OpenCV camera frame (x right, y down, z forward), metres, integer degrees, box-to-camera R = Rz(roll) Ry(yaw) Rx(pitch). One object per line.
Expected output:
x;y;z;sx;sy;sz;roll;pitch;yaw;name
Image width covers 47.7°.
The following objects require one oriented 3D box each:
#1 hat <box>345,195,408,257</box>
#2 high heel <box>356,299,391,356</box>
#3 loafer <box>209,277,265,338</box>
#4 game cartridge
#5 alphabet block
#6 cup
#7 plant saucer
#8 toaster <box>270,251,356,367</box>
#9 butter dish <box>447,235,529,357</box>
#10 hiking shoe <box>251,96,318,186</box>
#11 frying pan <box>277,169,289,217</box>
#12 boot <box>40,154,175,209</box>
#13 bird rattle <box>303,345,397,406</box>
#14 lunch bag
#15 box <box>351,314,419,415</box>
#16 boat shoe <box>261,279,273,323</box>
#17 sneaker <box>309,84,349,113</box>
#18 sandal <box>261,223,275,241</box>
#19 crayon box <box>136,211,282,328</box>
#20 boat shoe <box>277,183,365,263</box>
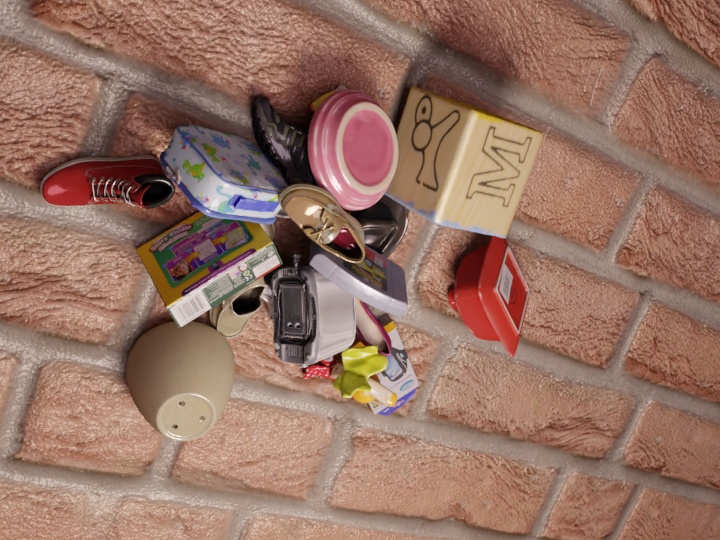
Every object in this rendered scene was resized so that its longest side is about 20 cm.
0.017;-0.075;1.527;0.197;0.081;0.205;-9;113;-22;hat
-0.011;0.083;1.550;0.067;0.096;0.202;-35;105;-10;high heel
-0.217;0.060;1.439;0.074;0.069;0.202;-9;142;-30;loafer
0.000;0.000;1.441;0.198;0.134;0.041;30;122;-19;game cartridge
0.179;-0.197;1.478;0.194;0.195;0.203;7;109;-40;alphabet block
-0.310;0.213;1.429;0.196;0.144;0.204;-8;122;-13;cup
-0.002;-0.205;1.380;0.198;0.050;0.205;-3;94;-44;plant saucer
-0.082;0.065;1.444;0.128;0.112;0.205;-7;95;-51;toaster
0.247;0.050;1.661;0.201;0.146;0.202;58;39;-32;butter dish
-0.111;-0.214;1.391;0.100;0.076;0.202;-31;94;-18;hiking shoe
-0.110;-0.118;1.421;0.114;0.031;0.192;-28;83;-11;frying pan
-0.395;-0.127;1.269;0.196;0.144;0.074;-13;118;-19;boot
-0.016;0.216;1.563;0.162;0.199;0.114;37;65;-21;bird rattle
-0.212;-0.149;1.303;0.083;0.161;0.199;-52;156;20;lunch bag
0.044;0.203;1.680;0.118;0.041;0.202;-30;122;-12;box
-0.138;0.083;1.521;0.199;0.073;0.066;38;88;-31;boat shoe
-0.041;-0.219;1.448;0.089;0.078;0.204;-20;107;-17;sneaker
-0.218;-0.015;1.453;0.201;0.054;0.080;-49;122;0;sandal
-0.254;-0.023;1.358;0.198;0.173;0.059;-32;135;-10;crayon box
-0.055;-0.075;1.343;0.074;0.067;0.199;-39;137;22;boat shoe
